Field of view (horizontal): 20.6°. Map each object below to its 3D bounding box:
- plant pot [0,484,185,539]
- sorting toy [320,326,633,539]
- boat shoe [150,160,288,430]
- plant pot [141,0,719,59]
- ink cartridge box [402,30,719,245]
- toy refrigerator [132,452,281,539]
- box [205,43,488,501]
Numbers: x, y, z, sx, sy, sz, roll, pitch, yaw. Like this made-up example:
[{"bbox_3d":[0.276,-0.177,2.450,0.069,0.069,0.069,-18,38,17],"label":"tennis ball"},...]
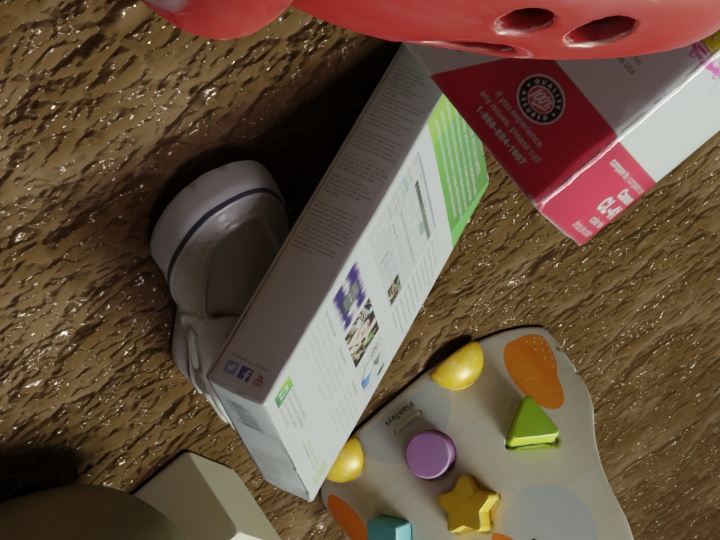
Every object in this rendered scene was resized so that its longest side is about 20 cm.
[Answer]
[{"bbox_3d":[-0.156,0.193,1.062,0.201,0.200,0.135,-62,-178,44],"label":"plant pot"},{"bbox_3d":[0.085,0.159,1.299,0.200,0.180,0.107,-41,156,9],"label":"sorting toy"},{"bbox_3d":[-0.060,0.021,0.988,0.072,0.066,0.200,-26,155,-22],"label":"boat shoe"},{"bbox_3d":[0.017,-0.164,0.587,0.182,0.201,0.201,-3,142,-29],"label":"plant pot"},{"bbox_3d":[0.119,-0.132,0.851,0.200,0.148,0.086,-39,157,7],"label":"ink cartridge box"},{"bbox_3d":[-0.148,0.203,1.197,0.200,0.070,0.076,-40,156,6],"label":"toy refrigerator"},{"bbox_3d":[0.000,0.000,0.965,0.201,0.036,0.144,-59,161,-18],"label":"box"}]
